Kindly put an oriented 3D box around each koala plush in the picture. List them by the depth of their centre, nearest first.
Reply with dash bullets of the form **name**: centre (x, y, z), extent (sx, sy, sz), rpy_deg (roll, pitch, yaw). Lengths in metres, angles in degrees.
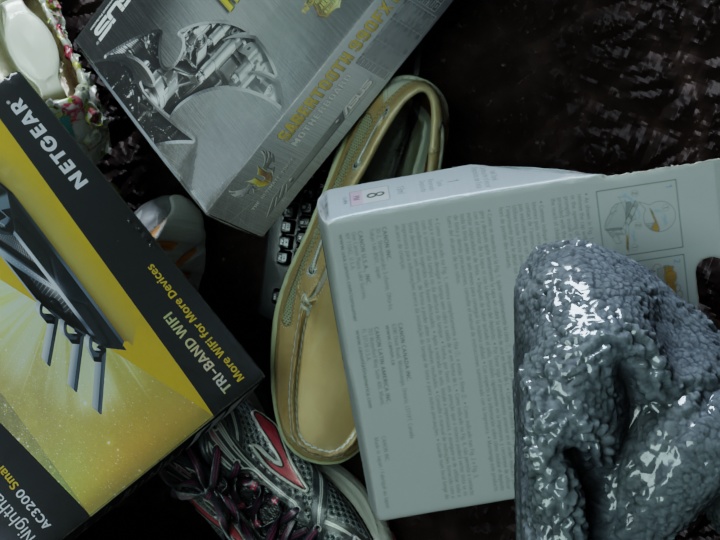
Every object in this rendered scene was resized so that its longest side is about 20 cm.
- **koala plush**: centre (0.166, 0.075, 0.901), extent (0.198, 0.177, 0.186), rpy_deg (-2, 103, 3)

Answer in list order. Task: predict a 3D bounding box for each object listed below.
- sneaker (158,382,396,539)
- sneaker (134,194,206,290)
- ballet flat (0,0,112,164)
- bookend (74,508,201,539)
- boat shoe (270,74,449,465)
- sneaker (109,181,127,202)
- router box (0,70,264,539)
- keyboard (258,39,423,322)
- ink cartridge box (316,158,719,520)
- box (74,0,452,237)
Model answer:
- **sneaker**: centre (-0.061, 0.114, 1.080), extent (0.200, 0.075, 0.081), rpy_deg (46, 106, 18)
- **sneaker**: centre (-0.162, 0.028, 1.132), extent (0.200, 0.078, 0.077), rpy_deg (-48, 64, 17)
- **ballet flat**: centre (-0.191, -0.135, 1.136), extent (0.075, 0.064, 0.200), rpy_deg (-26, 59, -18)
- **bookend**: centre (-0.192, 0.222, 1.066), extent (0.092, 0.197, 0.202), rpy_deg (17, 98, 64)
- **boat shoe**: centre (0.000, 0.000, 1.038), extent (0.071, 0.076, 0.202), rpy_deg (11, 90, -9)
- **sneaker**: centre (-0.221, -0.055, 1.163), extent (0.198, 0.078, 0.091), rpy_deg (5, 76, 19)
- **router box**: centre (-0.170, 0.027, 1.015), extent (0.157, 0.052, 0.200), rpy_deg (-39, 86, -24)
- **keyboard**: centre (-0.026, -0.066, 1.089), extent (0.103, 0.040, 0.202), rpy_deg (8, 91, 25)
- **ink cartridge box**: centre (0.089, 0.027, 0.990), extent (0.198, 0.057, 0.164), rpy_deg (-11, 113, -2)
- **box**: centre (-0.042, -0.143, 1.063), extent (0.200, 0.048, 0.159), rpy_deg (-50, 51, 14)
